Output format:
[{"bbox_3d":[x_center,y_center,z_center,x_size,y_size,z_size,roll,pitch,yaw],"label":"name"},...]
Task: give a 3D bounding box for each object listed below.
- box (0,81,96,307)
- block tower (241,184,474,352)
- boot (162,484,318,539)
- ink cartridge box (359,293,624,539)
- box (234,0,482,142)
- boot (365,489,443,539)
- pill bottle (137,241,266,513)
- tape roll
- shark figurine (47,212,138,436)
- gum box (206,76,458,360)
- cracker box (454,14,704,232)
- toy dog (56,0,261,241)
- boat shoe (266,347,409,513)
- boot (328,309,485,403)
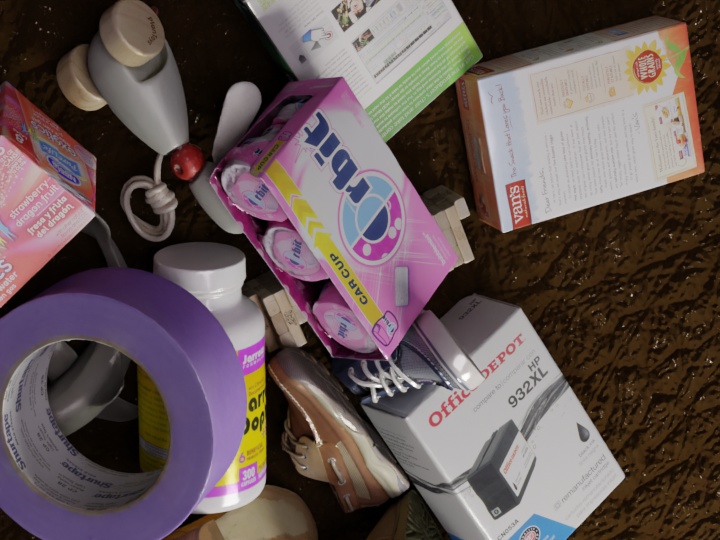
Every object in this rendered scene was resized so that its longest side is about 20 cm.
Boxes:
[{"bbox_3d":[-0.294,-0.026,1.346,0.200,0.103,0.095,-42,116,15],"label":"box"},{"bbox_3d":[0.000,0.000,1.519,0.199,0.054,0.058,-28,113,-11],"label":"block tower"},{"bbox_3d":[-0.135,0.243,1.524,0.144,0.201,0.071,-32,77,26],"label":"boot"},{"bbox_3d":[0.115,0.145,1.574,0.145,0.084,0.201,-42,115,-18],"label":"ink cartridge box"},{"bbox_3d":[-0.001,-0.194,1.444,0.144,0.036,0.200,-41,132,-7],"label":"box"},{"bbox_3d":[-0.033,0.266,1.559,0.199,0.175,0.067,-27,91,12],"label":"boot"},{"bbox_3d":[-0.127,0.084,1.462,0.103,0.104,0.202,-6,110,-19],"label":"pill bottle"},{"bbox_3d":[-0.191,0.104,1.369,0.198,0.085,0.202,4,104,14],"label":"tape roll"},{"bbox_3d":[-0.203,0.059,1.442,0.127,0.089,0.216,15,101,-25],"label":"shark figurine"},{"bbox_3d":[-0.020,-0.042,1.402,0.114,0.066,0.201,-53,124,-30],"label":"gum box"},{"bbox_3d":[0.186,-0.126,1.553,0.199,0.058,0.135,-16,109,-17],"label":"cracker box"},{"bbox_3d":[-0.142,-0.128,1.412,0.096,0.131,0.201,-53,128,-44],"label":"toy dog"},{"bbox_3d":[-0.029,0.142,1.519,0.072,0.076,0.200,-34,130,2],"label":"boat shoe"},{"bbox_3d":[0.033,0.079,1.474,0.090,0.200,0.073,-40,103,-3],"label":"boot"}]
